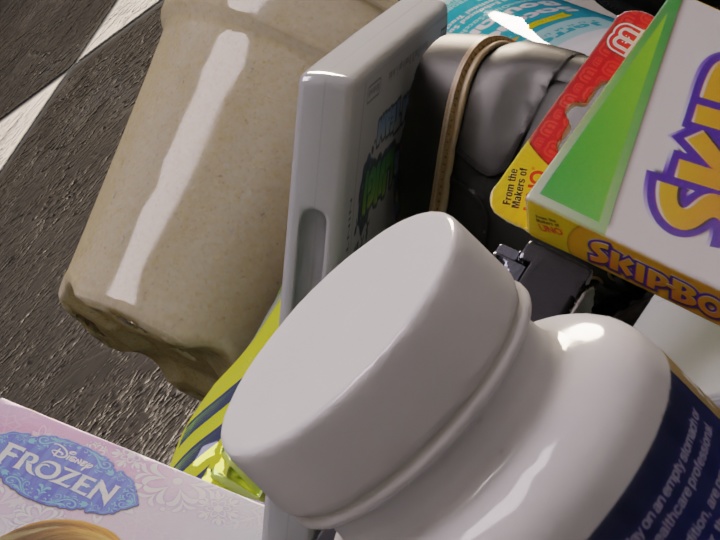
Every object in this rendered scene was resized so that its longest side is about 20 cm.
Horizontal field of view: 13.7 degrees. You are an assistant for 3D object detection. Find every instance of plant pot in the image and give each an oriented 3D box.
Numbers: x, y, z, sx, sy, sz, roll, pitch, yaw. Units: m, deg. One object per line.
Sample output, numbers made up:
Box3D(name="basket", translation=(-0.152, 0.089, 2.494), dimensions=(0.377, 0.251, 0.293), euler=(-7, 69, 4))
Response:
Box3D(name="plant pot", translation=(-0.045, -0.033, 1.439), dimensions=(0.184, 0.200, 0.200), euler=(-61, 20, -12))

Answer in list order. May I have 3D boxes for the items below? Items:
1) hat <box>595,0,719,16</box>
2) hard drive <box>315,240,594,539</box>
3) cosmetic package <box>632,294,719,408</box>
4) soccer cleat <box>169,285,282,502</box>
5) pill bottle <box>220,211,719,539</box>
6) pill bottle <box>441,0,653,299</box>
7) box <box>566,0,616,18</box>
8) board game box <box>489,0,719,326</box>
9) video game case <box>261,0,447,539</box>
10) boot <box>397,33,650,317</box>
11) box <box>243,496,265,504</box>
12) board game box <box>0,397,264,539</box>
Box3D(name="hat", translation=(0.142, -0.139, 1.226), dimensions=(0.200, 0.200, 0.081), euler=(-30, 40, 43))
Box3D(name="hard drive", translation=(0.026, 0.098, 0.999), dimensions=(0.140, 0.038, 0.200), euler=(-57, -17, -32))
Box3D(name="cosmetic package", translation=(0.170, -0.006, 1.014), dimensions=(0.200, 0.071, 0.101), euler=(-54, 19, -25))
Box3D(name="soccer cleat", translation=(-0.029, 0.057, 1.312), dimensions=(0.201, 0.065, 0.084), euler=(-62, 11, -11))
Box3D(name="pill bottle", translation=(0.061, 0.083, 0.842), dimensions=(0.120, 0.200, 0.120), euler=(-41, 18, 16))
Box3D(name="pill bottle", translation=(0.086, -0.052, 1.233), dimensions=(0.111, 0.111, 0.200), euler=(-48, 26, -6))
Box3D(name="box", translation=(0.047, -0.149, 1.509), dimensions=(0.106, 0.152, 0.200), euler=(-50, 17, -16))
Box3D(name="board game box", translation=(0.145, -0.018, 0.939), dimensions=(0.096, 0.199, 0.030), euler=(-53, -26, -25))
Box3D(name="video game case", translation=(0.000, 0.000, 1.138), dimensions=(0.200, 0.024, 0.183), euler=(-49, -35, -73))
Box3D(name="boot", translation=(0.080, 0.017, 1.101), dimensions=(0.138, 0.201, 0.077), euler=(6, 10, 38))
Box3D(name="box", translation=(-0.100, 0.103, 1.221), dimensions=(0.039, 0.199, 0.042), euler=(-53, -23, -63))
Box3D(name="board game box", translation=(-0.103, 0.153, 1.097), dimensions=(0.200, 0.199, 0.041), euler=(-52, -27, -41))
